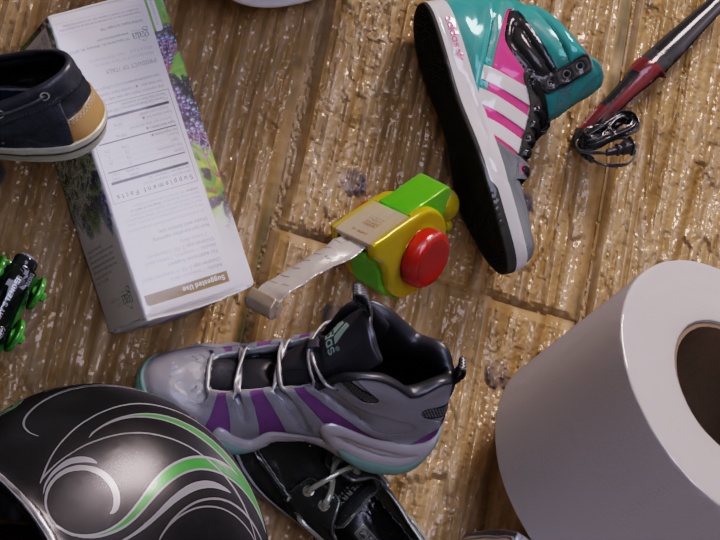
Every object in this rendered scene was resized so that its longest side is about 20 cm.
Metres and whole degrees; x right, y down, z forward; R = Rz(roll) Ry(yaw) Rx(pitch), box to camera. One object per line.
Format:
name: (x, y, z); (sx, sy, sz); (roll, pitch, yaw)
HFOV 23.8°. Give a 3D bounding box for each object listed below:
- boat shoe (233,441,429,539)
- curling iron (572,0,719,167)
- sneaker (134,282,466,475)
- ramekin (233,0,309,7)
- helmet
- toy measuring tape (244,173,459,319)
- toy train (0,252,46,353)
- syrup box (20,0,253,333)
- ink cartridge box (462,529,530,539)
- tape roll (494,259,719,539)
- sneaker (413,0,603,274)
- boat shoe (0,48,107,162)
boat shoe: (-0.015, 0.146, 1.126); (0.200, 0.064, 0.071); (46, 67, -10)
curling iron: (0.227, -0.147, 1.298); (0.049, 0.026, 0.200); (30, 62, 22)
sneaker: (-0.032, 0.053, 1.053); (0.199, 0.140, 0.078); (8, 50, -14)
ramekin: (-0.030, -0.275, 1.117); (0.199, 0.200, 0.105); (-22, 72, -25)
helmet: (-0.149, 0.165, 0.997); (0.190, 0.199, 0.201); (-13, 87, -52)
toy measuring tape: (0.000, 0.000, 1.144); (0.200, 0.073, 0.074); (-35, 96, -38)
toy train: (-0.250, 0.079, 1.038); (0.042, 0.056, 0.201); (32, 70, -21)
syrup box: (-0.144, -0.067, 1.095); (0.081, 0.079, 0.201); (-19, 89, -25)
ink cartridge box: (0.136, 0.286, 1.161); (0.199, 0.085, 0.146); (32, 70, -14)
tape roll: (0.209, 0.113, 1.151); (0.202, 0.139, 0.204); (22, 48, -26)
sneaker: (0.120, -0.106, 1.220); (0.120, 0.084, 0.201); (-14, 86, -15)
boat shoe: (-0.251, -0.101, 1.021); (0.199, 0.062, 0.075); (-1, 46, 11)
